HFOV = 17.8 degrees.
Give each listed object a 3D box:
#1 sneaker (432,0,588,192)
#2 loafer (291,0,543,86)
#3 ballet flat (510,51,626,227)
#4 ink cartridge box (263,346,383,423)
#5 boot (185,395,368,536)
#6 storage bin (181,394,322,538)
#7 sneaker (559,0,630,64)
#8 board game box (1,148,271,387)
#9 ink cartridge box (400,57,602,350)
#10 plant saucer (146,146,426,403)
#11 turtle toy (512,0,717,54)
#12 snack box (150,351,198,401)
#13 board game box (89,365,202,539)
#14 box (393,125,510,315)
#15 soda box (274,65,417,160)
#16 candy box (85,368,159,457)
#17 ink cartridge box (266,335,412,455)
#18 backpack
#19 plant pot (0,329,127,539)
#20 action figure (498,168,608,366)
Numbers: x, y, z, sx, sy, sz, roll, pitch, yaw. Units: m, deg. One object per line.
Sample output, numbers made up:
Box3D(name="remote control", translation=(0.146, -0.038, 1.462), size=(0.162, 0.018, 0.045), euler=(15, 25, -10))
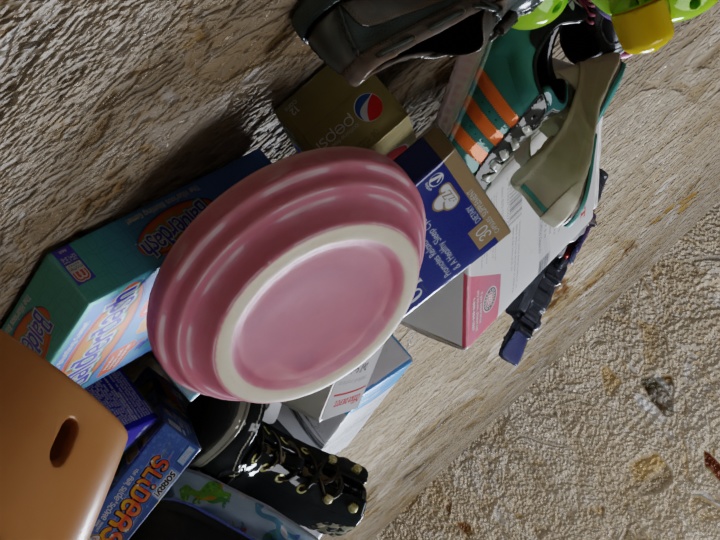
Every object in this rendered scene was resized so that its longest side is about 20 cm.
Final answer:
Box3D(name="sneaker", translation=(0.097, -0.106, 1.590), size=(0.071, 0.080, 0.201), euler=(-52, 161, -69))
Box3D(name="loafer", translation=(0.045, -0.148, 1.402), size=(0.200, 0.063, 0.072), euler=(-15, 156, -42))
Box3D(name="ballet flat", translation=(0.148, -0.109, 1.675), size=(0.070, 0.069, 0.200), euler=(-49, -168, 37))
Box3D(name="ink cartridge box", translation=(-0.022, 0.050, 1.827), size=(0.201, 0.067, 0.117), euler=(-67, 166, 9))
Box3D(name="boot", translation=(-0.060, 0.140, 1.739), size=(0.204, 0.153, 0.074), euler=(132, -28, -62))
Box3D(name="storage bin", translation=(-0.118, 0.181, 1.911), size=(0.135, 0.200, 0.145), euler=(-53, 138, 6))
Box3D(name="sneaker", translation=(0.185, -0.222, 1.701), size=(0.095, 0.079, 0.200), euler=(-13, 152, -32))
Box3D(name="board game box", translation=(-0.148, 0.012, 1.493), size=(0.200, 0.045, 0.152), euler=(-30, 165, -44))
Box3D(name="ink cartridge box", translation=(0.103, -0.058, 1.774), size=(0.200, 0.083, 0.147), euler=(-44, 145, -40))
Box3D(name="plant saucer", translation=(-0.038, 0.013, 1.463), size=(0.200, 0.051, 0.201), euler=(-24, 143, -20))
Box3D(name="turtle toy", translation=(0.171, -0.217, 1.507), size=(0.199, 0.146, 0.101), euler=(-22, -170, -7))
Box3D(name="snack box", translation=(-0.096, 0.040, 1.674), size=(0.116, 0.037, 0.200), euler=(-40, -175, -6))
Box3D(name="board game box", translation=(-0.181, 0.151, 1.703), size=(0.136, 0.034, 0.200), euler=(-51, -167, 2))
Box3D(name="box", translation=(0.000, 0.000, 1.553), size=(0.200, 0.032, 0.121), euler=(-38, 145, 2))
Box3D(name="soda box", translation=(-0.003, -0.085, 1.568), size=(0.068, 0.064, 0.200), euler=(-41, 169, -2))
Box3D(name="candy box", translation=(-0.255, 0.147, 1.566), size=(0.169, 0.077, 0.200), euler=(-46, 168, 27))
Box3D(name="ink cartridge box", translation=(-0.048, 0.098, 1.987), size=(0.068, 0.116, 0.200), euler=(-32, 165, -37))
Box3D(name="backpack", translation=(-0.128, 0.254, 1.734), size=(0.200, 0.183, 0.147), euler=(-40, -153, 47))
Box3D(name="plant pot", translation=(-0.224, 0.110, 1.285), size=(0.140, 0.200, 0.200), euler=(-56, 173, -14))
Box3D(name="action figure", translation=(0.119, -0.019, 1.949), size=(0.193, 0.105, 0.200), euler=(-18, -141, 49))
